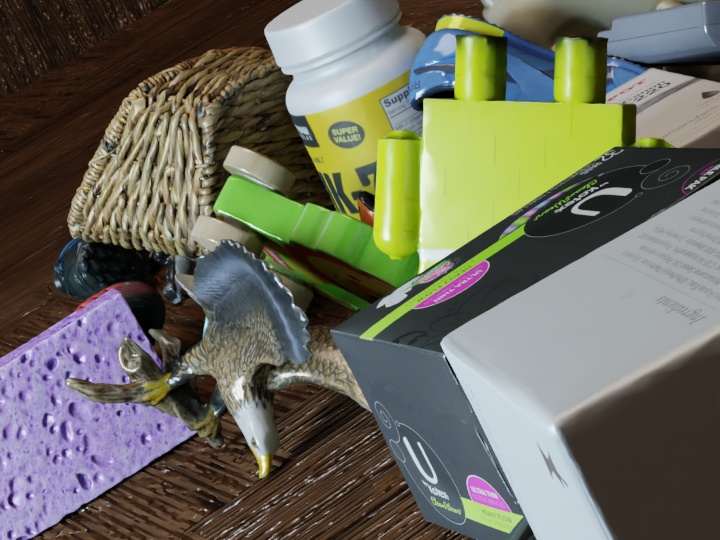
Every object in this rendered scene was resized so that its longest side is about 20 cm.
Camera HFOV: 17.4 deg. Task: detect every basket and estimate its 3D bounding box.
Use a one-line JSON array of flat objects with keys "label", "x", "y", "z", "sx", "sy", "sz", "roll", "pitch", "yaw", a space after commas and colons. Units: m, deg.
[{"label": "basket", "x": -0.109, "y": -0.096, "z": 1.748, "sx": 0.148, "sy": 0.144, "sz": 0.199, "roll": 9, "pitch": 15, "yaw": 36}]

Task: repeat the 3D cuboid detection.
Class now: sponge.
[{"label": "sponge", "x": -0.216, "y": 0.110, "z": 1.558, "sx": 0.199, "sy": 0.112, "sz": 0.030, "roll": -32, "pitch": 14, "yaw": -14}]

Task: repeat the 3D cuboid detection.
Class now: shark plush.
[{"label": "shark plush", "x": -0.126, "y": -0.043, "z": 2.004, "sx": 0.083, "sy": 0.092, "sz": 0.200, "roll": 9, "pitch": 22, "yaw": 14}]

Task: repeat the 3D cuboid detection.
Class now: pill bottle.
[{"label": "pill bottle", "x": 0.016, "y": -0.103, "z": 1.678, "sx": 0.114, "sy": 0.201, "sz": 0.114, "roll": -24, "pitch": 16, "yaw": 7}]

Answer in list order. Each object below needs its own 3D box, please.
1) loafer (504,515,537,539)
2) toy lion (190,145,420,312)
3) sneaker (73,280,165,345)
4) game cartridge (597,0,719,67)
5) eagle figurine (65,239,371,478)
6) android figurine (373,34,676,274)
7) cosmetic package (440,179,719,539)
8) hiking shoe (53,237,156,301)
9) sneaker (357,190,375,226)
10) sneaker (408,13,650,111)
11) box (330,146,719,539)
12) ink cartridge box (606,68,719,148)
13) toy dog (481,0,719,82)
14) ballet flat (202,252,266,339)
[{"label": "loafer", "x": 0.044, "y": 0.170, "z": 1.024, "sx": 0.200, "sy": 0.072, "sz": 0.063, "roll": -33, "pitch": -5, "yaw": -44}, {"label": "toy lion", "x": 0.000, "y": 0.000, "z": 1.494, "sx": 0.069, "sy": 0.191, "sz": 0.200, "roll": -63, "pitch": -18, "yaw": -8}, {"label": "sneaker", "x": -0.192, "y": 0.071, "z": 1.726, "sx": 0.097, "sy": 0.071, "sz": 0.200, "roll": -15, "pitch": 22, "yaw": 40}, {"label": "game cartridge", "x": 0.278, "y": -0.163, "z": 1.595, "sx": 0.199, "sy": 0.041, "sz": 0.133, "roll": -5, "pitch": -3, "yaw": -33}, {"label": "eagle figurine", "x": -0.055, "y": 0.053, "z": 1.457, "sx": 0.199, "sy": 0.152, "sz": 0.152, "roll": -30, "pitch": 0, "yaw": 37}, {"label": "android figurine", "x": 0.094, "y": -0.034, "z": 1.342, "sx": 0.181, "sy": 0.202, "sz": 0.041, "roll": 5, "pitch": 4, "yaw": 22}, {"label": "cosmetic package", "x": 0.167, "y": 0.065, "z": 0.935, "sx": 0.199, "sy": 0.166, "sz": 0.165, "roll": -28, "pitch": 15, "yaw": -6}, {"label": "hiking shoe", "x": -0.228, "y": 0.003, "z": 2.036, "sx": 0.086, "sy": 0.075, "sz": 0.200, "roll": -32, "pitch": 4, "yaw": 13}, {"label": "sneaker", "x": 0.092, "y": -0.054, "z": 1.598, "sx": 0.199, "sy": 0.090, "sz": 0.070, "roll": -25, "pitch": 15, "yaw": 10}, {"label": "sneaker", "x": 0.129, "y": -0.110, "z": 1.598, "sx": 0.199, "sy": 0.066, "sz": 0.079, "roll": 17, "pitch": 63, "yaw": 11}, {"label": "box", "x": 0.114, "y": 0.037, "z": 1.199, "sx": 0.199, "sy": 0.125, "sz": 0.148, "roll": -32, "pitch": 15, "yaw": -19}, {"label": "ink cartridge box", "x": 0.175, "y": -0.052, "z": 1.462, "sx": 0.145, "sy": 0.085, "sz": 0.200, "roll": -30, "pitch": 13, "yaw": -8}, {"label": "toy dog", "x": 0.200, "y": -0.197, "z": 1.711, "sx": 0.199, "sy": 0.195, "sz": 0.140, "roll": -33, "pitch": 2, "yaw": 4}, {"label": "ballet flat", "x": -0.073, "y": 0.028, "z": 1.694, "sx": 0.071, "sy": 0.072, "sz": 0.200, "roll": -25, "pitch": 12, "yaw": 8}]
